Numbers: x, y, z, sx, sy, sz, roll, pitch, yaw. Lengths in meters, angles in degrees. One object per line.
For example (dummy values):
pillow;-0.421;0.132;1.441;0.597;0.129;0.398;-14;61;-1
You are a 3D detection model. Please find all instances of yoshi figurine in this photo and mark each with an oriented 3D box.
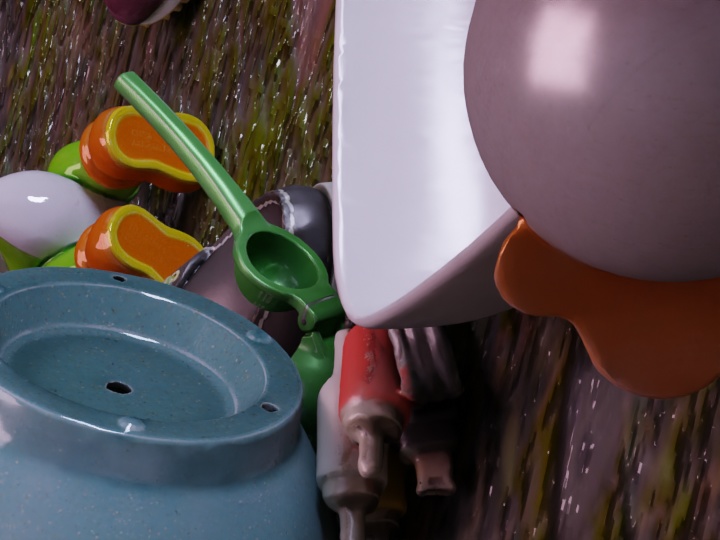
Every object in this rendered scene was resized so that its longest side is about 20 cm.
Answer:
yoshi figurine;-0.128;0.004;1.237;0.200;0.112;0.112;-26;96;47

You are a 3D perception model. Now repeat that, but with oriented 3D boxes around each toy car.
toy car;0.090;-0.070;0.625;0.184;0.177;0.200;-134;43;-64

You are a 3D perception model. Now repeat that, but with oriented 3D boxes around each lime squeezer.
lime squeezer;-0.032;0.018;0.992;0.071;0.038;0.200;-11;97;57

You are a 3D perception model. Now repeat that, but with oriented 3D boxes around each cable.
cable;0.000;0.000;0.925;0.097;0.050;0.200;91;171;-53

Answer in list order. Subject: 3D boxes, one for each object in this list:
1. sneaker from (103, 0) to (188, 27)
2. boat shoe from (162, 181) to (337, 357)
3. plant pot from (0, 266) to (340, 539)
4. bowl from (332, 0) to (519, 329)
sneaker;-0.095;-0.201;1.212;0.075;0.090;0.200;-112;38;-53
boat shoe;-0.062;0.037;1.065;0.201;0.061;0.072;122;150;-42
plant pot;-0.091;0.082;0.916;0.200;0.200;0.134;-122;42;-59
bowl;0.062;-0.091;0.801;0.200;0.075;0.200;139;136;-57
